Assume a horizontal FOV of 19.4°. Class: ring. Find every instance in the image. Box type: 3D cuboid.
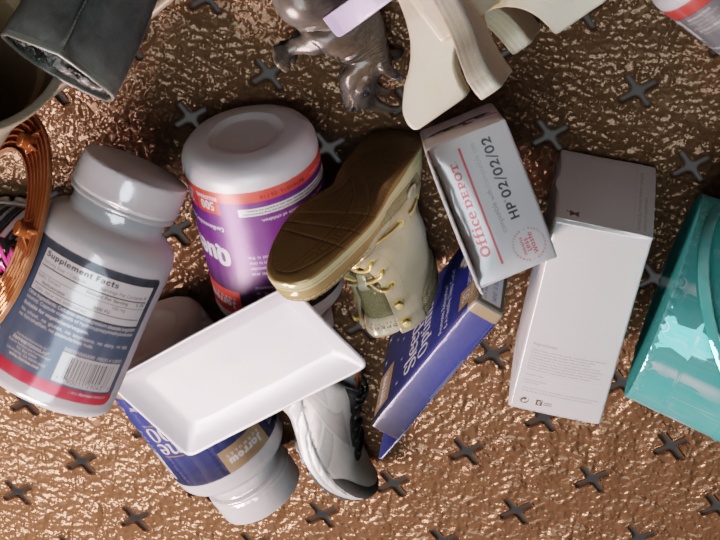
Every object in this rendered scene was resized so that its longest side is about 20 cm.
[{"bbox_3d":[-0.308,-0.038,1.732,0.019,0.200,0.200,18,131,-32],"label":"ring"}]

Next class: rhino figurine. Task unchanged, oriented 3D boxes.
[{"bbox_3d":[-0.030,-0.193,1.650,0.087,0.060,0.200,-34,118,18],"label":"rhino figurine"}]

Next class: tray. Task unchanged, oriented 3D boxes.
[{"bbox_3d":[-0.102,0.080,1.750,0.200,0.022,0.107,-28,121,27],"label":"tray"}]

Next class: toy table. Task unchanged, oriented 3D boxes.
[{"bbox_3d":[0.082,-0.202,1.562,0.200,0.184,0.117,-32,100,34],"label":"toy table"}]

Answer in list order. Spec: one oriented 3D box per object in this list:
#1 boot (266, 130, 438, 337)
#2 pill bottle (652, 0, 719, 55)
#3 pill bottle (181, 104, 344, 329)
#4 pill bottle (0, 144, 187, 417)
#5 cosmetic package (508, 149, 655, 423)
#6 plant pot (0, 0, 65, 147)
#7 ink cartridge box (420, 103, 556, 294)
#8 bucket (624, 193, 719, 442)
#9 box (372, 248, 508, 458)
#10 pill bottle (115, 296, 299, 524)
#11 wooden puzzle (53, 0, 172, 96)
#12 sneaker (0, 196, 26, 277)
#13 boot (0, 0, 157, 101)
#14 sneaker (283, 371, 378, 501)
[{"bbox_3d":[0.000,0.000,1.706,0.073,0.200,0.156,10,131,26],"label":"boot"},{"bbox_3d":[0.323,-0.189,1.555,0.200,0.116,0.116,34,125,-15],"label":"pill bottle"},{"bbox_3d":[-0.077,-0.030,1.745,0.112,0.112,0.200,-3,125,12],"label":"pill bottle"},{"bbox_3d":[-0.220,0.006,1.705,0.120,0.120,0.200,23,102,-7],"label":"pill bottle"},{"bbox_3d":[0.181,0.014,1.736,0.085,0.108,0.200,12,128,1],"label":"cosmetic package"},{"bbox_3d":[-0.343,-0.142,1.642,0.200,0.201,0.184,23,146,-7],"label":"plant pot"},{"bbox_3d":[0.098,-0.058,1.617,0.068,0.200,0.115,-21,98,4],"label":"ink cartridge box"},{"bbox_3d":[0.304,0.042,1.681,0.135,0.207,0.207,20,127,3],"label":"bucket"},{"bbox_3d":[0.061,0.059,1.780,0.032,0.121,0.200,28,126,-12],"label":"box"},{"bbox_3d":[-0.139,0.130,1.875,0.111,0.111,0.200,-21,120,23],"label":"pill bottle"},{"bbox_3d":[-0.264,-0.252,1.668,0.185,0.037,0.200,-34,109,30],"label":"wooden puzzle"},{"bbox_3d":[-0.280,-0.011,1.811,0.200,0.087,0.074,0,126,10],"label":"sneaker"},{"bbox_3d":[-0.211,-0.252,1.561,0.182,0.073,0.200,34,83,-13],"label":"boot"},{"bbox_3d":[-0.024,0.126,1.878,0.079,0.074,0.200,-17,121,15],"label":"sneaker"}]
